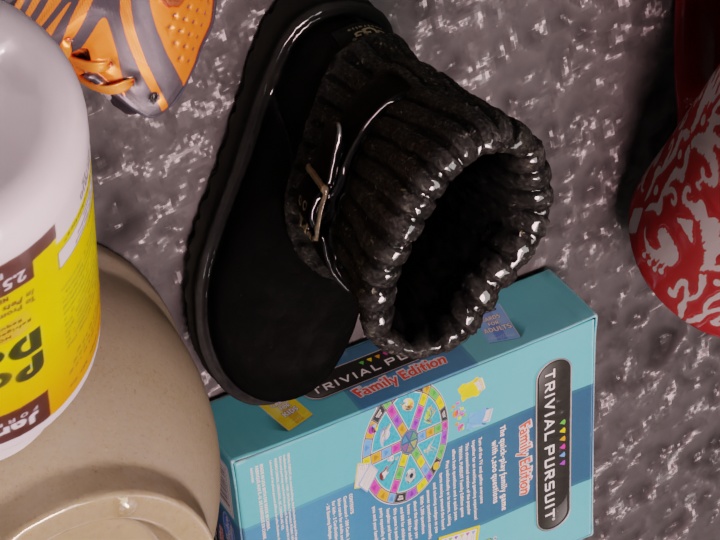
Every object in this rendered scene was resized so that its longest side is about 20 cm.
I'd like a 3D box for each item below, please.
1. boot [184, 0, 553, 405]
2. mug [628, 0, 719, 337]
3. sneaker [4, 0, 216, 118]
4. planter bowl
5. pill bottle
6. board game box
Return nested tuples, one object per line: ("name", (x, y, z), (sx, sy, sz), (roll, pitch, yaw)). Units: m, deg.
("boot", (-0.002, 0.000, 0.914), (0.079, 0.158, 0.212), (-9, 126, -29))
("mug", (0.208, -0.074, 1.001), (0.133, 0.178, 0.200), (6, 153, -14))
("sneaker", (-0.128, -0.084, 0.824), (0.200, 0.078, 0.112), (-37, 134, -5))
("planter bowl", (-0.139, 0.103, 0.914), (0.200, 0.135, 0.201), (-19, 131, -23))
("pill bottle", (-0.146, -0.004, 0.762), (0.109, 0.109, 0.200), (-25, 158, -16))
("board game box", (0.021, 0.102, 1.084), (0.199, 0.047, 0.151), (-21, 131, -21))
